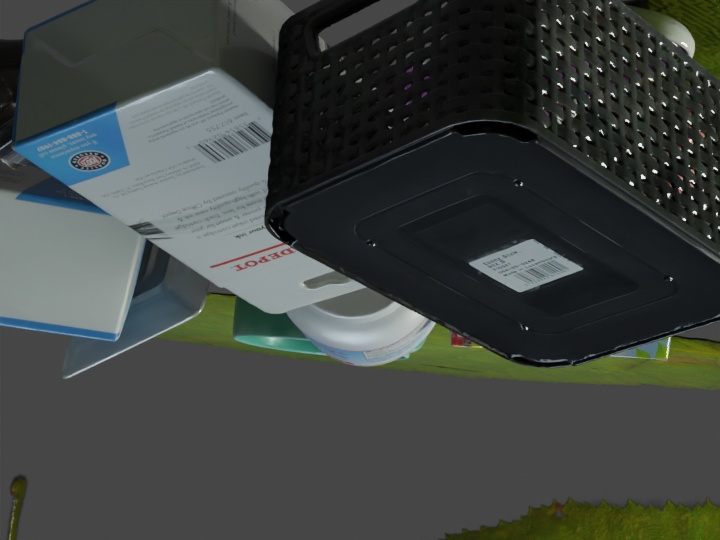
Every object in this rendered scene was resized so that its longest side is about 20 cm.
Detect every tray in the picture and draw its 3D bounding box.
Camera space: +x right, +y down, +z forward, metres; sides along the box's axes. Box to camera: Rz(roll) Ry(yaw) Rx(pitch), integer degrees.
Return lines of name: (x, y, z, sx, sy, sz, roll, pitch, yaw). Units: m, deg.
tray: (-0.139, -0.016, 1.064, 0.106, 0.201, 0.022, -24, 120, 18)

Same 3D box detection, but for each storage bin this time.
storage bin: (0.068, -0.043, 0.700, 0.134, 0.095, 0.199, -21, 144, 39)

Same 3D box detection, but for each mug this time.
mug: (-0.024, 0.010, 1.381, 0.150, 0.116, 0.185, 5, 173, 10)

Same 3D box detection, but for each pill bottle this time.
pill bottle: (0.000, 0.000, 1.040, 0.107, 0.110, 0.200, 6, 173, 4)

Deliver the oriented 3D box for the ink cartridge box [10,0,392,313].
ink cartridge box: (-0.055, -0.057, 0.778, 0.115, 0.069, 0.200, -16, 148, 27)

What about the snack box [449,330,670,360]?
snack box: (0.130, 0.003, 1.118, 0.140, 0.054, 0.200, 4, -163, 0)

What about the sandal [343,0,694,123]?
sandal: (0.072, -0.087, 0.778, 0.082, 0.050, 0.201, 13, 170, -43)

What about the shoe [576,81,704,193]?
shoe: (0.087, -0.063, 0.877, 0.198, 0.072, 0.091, -4, 169, 17)

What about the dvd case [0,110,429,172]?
dvd case: (-0.074, -0.078, 0.866, 0.148, 0.016, 0.199, -30, 154, 27)

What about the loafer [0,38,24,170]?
loafer: (-0.177, -0.089, 0.907, 0.197, 0.072, 0.073, 5, 173, 15)

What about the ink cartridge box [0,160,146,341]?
ink cartridge box: (-0.225, -0.039, 1.003, 0.145, 0.087, 0.200, 10, -165, -23)
